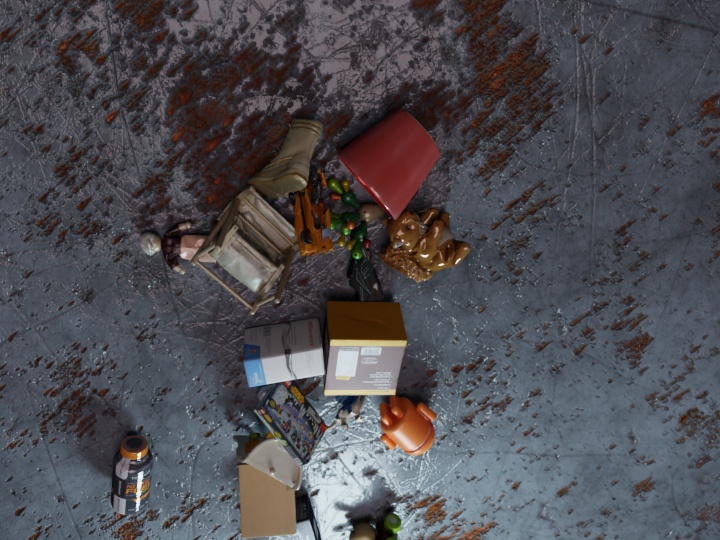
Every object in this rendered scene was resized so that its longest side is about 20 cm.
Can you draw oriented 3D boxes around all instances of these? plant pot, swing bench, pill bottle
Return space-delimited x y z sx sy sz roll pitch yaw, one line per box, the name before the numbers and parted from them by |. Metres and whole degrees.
plant pot | 0.072 -0.249 1.441 0.177 0.201 0.200 -44 114 3
swing bench | -0.251 -0.048 1.491 0.128 0.203 0.199 -21 125 44
pill bottle | -0.621 0.551 1.746 0.103 0.107 0.205 7 114 -12

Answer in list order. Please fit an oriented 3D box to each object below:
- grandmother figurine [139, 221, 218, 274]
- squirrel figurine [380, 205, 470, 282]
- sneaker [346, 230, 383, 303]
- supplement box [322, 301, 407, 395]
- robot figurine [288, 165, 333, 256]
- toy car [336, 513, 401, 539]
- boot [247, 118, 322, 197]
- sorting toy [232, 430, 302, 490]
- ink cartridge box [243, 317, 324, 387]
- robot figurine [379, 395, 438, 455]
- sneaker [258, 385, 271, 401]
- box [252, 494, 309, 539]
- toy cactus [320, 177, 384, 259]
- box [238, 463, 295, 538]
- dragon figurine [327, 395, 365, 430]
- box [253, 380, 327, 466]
grandmother figurine | -0.425 -0.054 1.523 0.194 0.061 0.125 7 87 -9
squirrel figurine | 0.127 -0.059 1.542 0.183 0.144 0.201 11 133 -36
sneaker | 0.000 0.000 1.601 0.077 0.076 0.204 -16 116 2
supplement box | 0.004 0.200 1.639 0.191 0.135 0.204 1 130 -9
robot figurine | -0.113 -0.140 1.474 0.057 0.144 0.207 -6 90 -33
toy car | 0.017 0.840 1.966 0.194 0.159 0.168 9 125 0
boot | -0.169 -0.255 1.447 0.072 0.197 0.159 28 68 -35
sorting toy | -0.263 0.490 1.742 0.199 0.178 0.109 40 66 -32
ink cartridge box | -0.193 0.205 1.627 0.194 0.146 0.086 -9 118 -4
robot figurine | 0.131 0.440 1.806 0.200 0.116 0.145 46 67 -24
sneaker | -0.203 0.393 1.755 0.073 0.071 0.200 -39 115 11
box | -0.218 0.803 1.927 0.177 0.105 0.205 -14 116 -1
toy cactus | -0.012 -0.135 1.515 0.162 0.204 0.103 -16 160 -33
box | -0.267 0.653 1.834 0.158 0.021 0.207 -3 85 -2
dragon figurine | -0.035 0.379 1.781 0.059 0.101 0.198 39 123 -24
box | -0.181 0.393 1.702 0.039 0.138 0.202 -26 108 35
